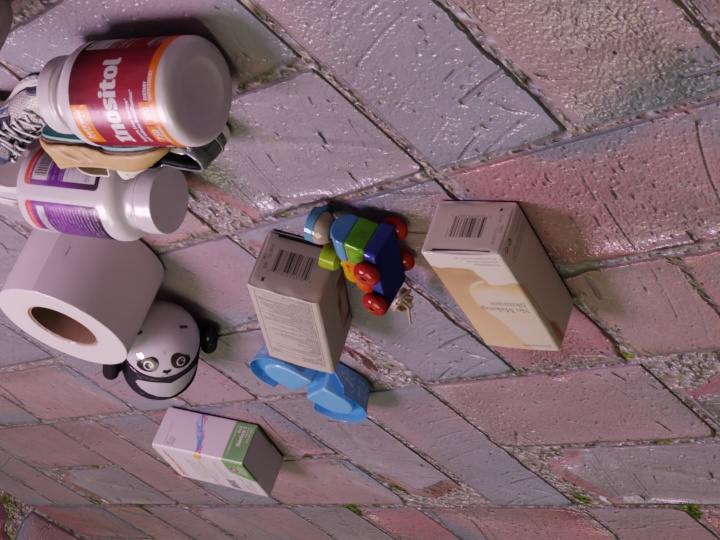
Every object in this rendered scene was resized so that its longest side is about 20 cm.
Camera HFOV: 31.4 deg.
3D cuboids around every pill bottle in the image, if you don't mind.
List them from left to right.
[{"bbox_3d":[-0.315,-0.095,1.581,0.198,0.112,0.112,8,150,28],"label":"pill bottle"},{"bbox_3d":[-0.243,-0.187,1.352,0.198,0.114,0.113,3,148,33],"label":"pill bottle"}]

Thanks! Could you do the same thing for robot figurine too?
[{"bbox_3d":[-0.308,0.128,1.973,0.124,0.151,0.200,33,155,6],"label":"robot figurine"}]

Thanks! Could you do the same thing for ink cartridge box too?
[{"bbox_3d":[-0.264,0.335,2.374,0.198,0.085,0.145,8,150,25],"label":"ink cartridge box"}]

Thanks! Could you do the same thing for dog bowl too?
[{"bbox_3d":[-0.072,0.163,1.947,0.199,0.050,0.111,30,153,-16],"label":"dog bowl"}]

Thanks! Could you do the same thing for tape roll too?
[{"bbox_3d":[-0.398,0.024,1.836,0.200,0.140,0.203,18,153,9],"label":"tape roll"}]

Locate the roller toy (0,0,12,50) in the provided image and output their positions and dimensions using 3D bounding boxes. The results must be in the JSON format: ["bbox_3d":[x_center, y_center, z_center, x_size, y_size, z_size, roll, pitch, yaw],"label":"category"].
[{"bbox_3d":[-0.467,-0.249,1.335,0.182,0.201,0.139,-39,123,21],"label":"roller toy"}]

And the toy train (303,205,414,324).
[{"bbox_3d":[0.000,0.000,1.562,0.115,0.085,0.201,23,156,21],"label":"toy train"}]

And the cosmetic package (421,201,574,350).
[{"bbox_3d":[0.159,0.008,1.456,0.104,0.072,0.200,2,147,34],"label":"cosmetic package"}]

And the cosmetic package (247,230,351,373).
[{"bbox_3d":[-0.076,0.044,1.685,0.102,0.088,0.201,15,152,12],"label":"cosmetic package"}]

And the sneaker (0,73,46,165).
[{"bbox_3d":[-0.414,-0.168,1.539,0.199,0.086,0.077,-15,137,38],"label":"sneaker"}]

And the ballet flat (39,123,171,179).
[{"bbox_3d":[-0.280,-0.136,1.455,0.198,0.069,0.064,11,134,35],"label":"ballet flat"}]

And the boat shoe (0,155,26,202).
[{"bbox_3d":[-0.512,-0.135,1.648,0.197,0.073,0.069,11,152,-2],"label":"boat shoe"}]

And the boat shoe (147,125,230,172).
[{"bbox_3d":[-0.245,-0.151,1.479,0.198,0.062,0.073,8,151,27],"label":"boat shoe"}]

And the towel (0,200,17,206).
[{"bbox_3d":[-0.553,-0.170,1.711,0.198,0.033,0.191,19,153,1],"label":"towel"}]
